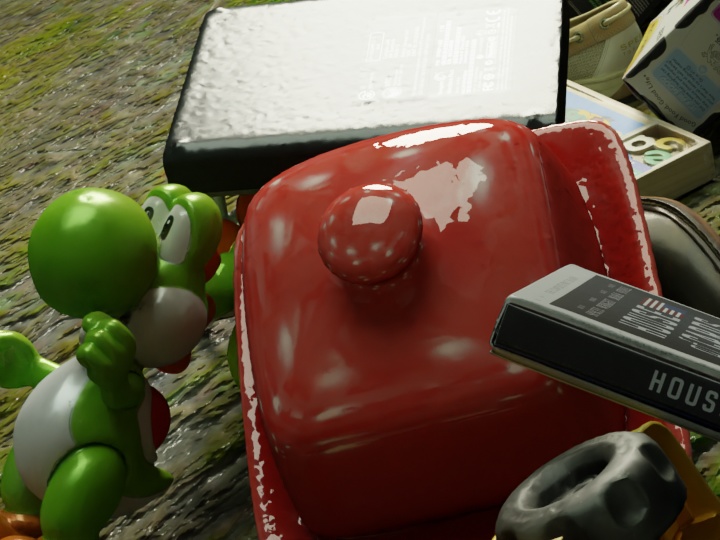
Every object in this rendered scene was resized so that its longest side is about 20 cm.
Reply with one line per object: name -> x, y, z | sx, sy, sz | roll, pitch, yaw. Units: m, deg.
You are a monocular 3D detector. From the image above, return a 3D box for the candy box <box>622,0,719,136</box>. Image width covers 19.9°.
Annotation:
candy box -> 0.251, -0.180, 1.223 | 0.200, 0.061, 0.136 | -47, 4, 25

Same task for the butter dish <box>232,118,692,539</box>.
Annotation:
butter dish -> 0.023, 0.012, 0.875 | 0.198, 0.148, 0.202 | -15, 60, 13

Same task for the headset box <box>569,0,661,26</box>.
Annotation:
headset box -> 0.172, -0.261, 1.511 | 0.200, 0.093, 0.174 | -49, 26, -5

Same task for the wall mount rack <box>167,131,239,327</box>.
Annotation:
wall mount rack -> -0.035, -0.031, 1.157 | 0.199, 0.175, 0.075 | -28, 52, -19

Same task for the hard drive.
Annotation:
hard drive -> 0.006, -0.096, 1.055 | 0.198, 0.033, 0.140 | -3, 39, 11

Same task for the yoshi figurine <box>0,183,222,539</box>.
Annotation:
yoshi figurine -> -0.135, 0.045, 0.951 | 0.111, 0.202, 0.112 | 22, -5, 9

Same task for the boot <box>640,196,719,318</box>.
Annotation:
boot -> 0.106, 0.005, 0.987 | 0.096, 0.075, 0.200 | -29, 42, -20

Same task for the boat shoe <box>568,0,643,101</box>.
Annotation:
boat shoe -> 0.103, -0.143, 1.402 | 0.199, 0.064, 0.073 | -2, 26, 39

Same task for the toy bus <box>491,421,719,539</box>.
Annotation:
toy bus -> 0.032, 0.160, 0.641 | 0.191, 0.136, 0.200 | -26, 12, 32

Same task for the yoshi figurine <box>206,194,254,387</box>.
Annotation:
yoshi figurine -> 0.000, 0.015, 1.074 | 0.198, 0.113, 0.112 | -15, 54, -29

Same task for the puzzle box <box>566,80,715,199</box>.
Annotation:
puzzle box -> 0.097, -0.069, 1.223 | 0.132, 0.026, 0.200 | -27, 32, -23

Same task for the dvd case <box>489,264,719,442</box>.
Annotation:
dvd case -> 0.152, 0.046, 0.732 | 0.198, 0.025, 0.150 | 21, 9, 11
